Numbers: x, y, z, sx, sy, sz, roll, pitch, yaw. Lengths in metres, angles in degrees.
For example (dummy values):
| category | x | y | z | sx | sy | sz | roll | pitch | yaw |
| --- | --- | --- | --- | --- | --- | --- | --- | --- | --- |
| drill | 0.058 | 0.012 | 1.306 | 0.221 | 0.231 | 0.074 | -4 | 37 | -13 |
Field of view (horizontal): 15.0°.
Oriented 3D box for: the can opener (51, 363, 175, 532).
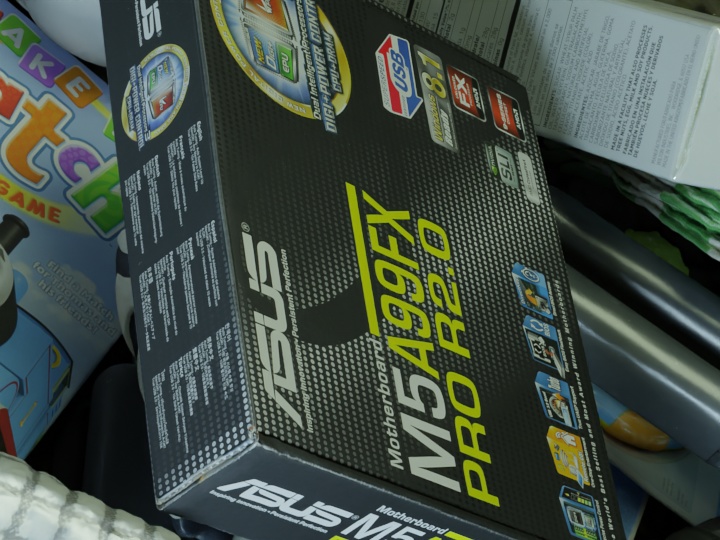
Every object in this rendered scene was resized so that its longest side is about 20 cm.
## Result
| category | x | y | z | sx | sy | sz | roll | pitch | yaw |
| --- | --- | --- | --- | --- | --- | --- | --- | --- | --- |
| can opener | -0.097 | 0.115 | 0.844 | 0.067 | 0.053 | 0.200 | 21 | 50 | -24 |

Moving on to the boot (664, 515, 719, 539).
| category | x | y | z | sx | sy | sz | roll | pitch | yaw |
| --- | --- | --- | --- | --- | --- | --- | --- | --- | --- |
| boot | 0.125 | 0.179 | 0.940 | 0.150 | 0.073 | 0.200 | -4 | 69 | -36 |

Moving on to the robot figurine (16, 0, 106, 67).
| category | x | y | z | sx | sy | sz | roll | pitch | yaw |
| --- | --- | --- | --- | --- | --- | --- | --- | --- | --- |
| robot figurine | -0.092 | -0.149 | 0.966 | 0.170 | 0.113 | 0.200 | -14 | 52 | -38 |

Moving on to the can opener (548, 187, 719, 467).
| category | x | y | z | sx | sy | sz | roll | pitch | yaw |
| --- | --- | --- | --- | --- | --- | --- | --- | --- | --- |
| can opener | 0.137 | 0.035 | 0.961 | 0.200 | 0.067 | 0.053 | 35 | 55 | -1 |

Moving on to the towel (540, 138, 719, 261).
| category | x | y | z | sx | sy | sz | roll | pitch | yaw |
| --- | --- | --- | --- | --- | --- | --- | --- | --- | --- |
| towel | 0.162 | -0.003 | 1.041 | 0.152 | 0.200 | 0.023 | 26 | 94 | -20 |

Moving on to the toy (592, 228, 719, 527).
| category | x | y | z | sx | sy | sz | roll | pitch | yaw |
| --- | --- | --- | --- | --- | --- | --- | --- | --- | --- |
| toy | 0.093 | 0.012 | 1.040 | 0.200 | 0.047 | 0.115 | 34 | 39 | -12 |

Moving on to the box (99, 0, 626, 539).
| category | x | y | z | sx | sy | sz | roll | pitch | yaw |
| --- | --- | --- | --- | --- | --- | --- | --- | --- | --- |
| box | 0.000 | 0.000 | 0.838 | 0.160 | 0.044 | 0.200 | 25 | 43 | -39 |

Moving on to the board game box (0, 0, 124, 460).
| category | x | y | z | sx | sy | sz | roll | pitch | yaw |
| --- | --- | --- | --- | --- | --- | --- | --- | --- | --- |
| board game box | -0.150 | -0.010 | 0.903 | 0.151 | 0.037 | 0.200 | 40 | 45 | -6 |

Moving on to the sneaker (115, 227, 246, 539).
| category | x | y | z | sx | sy | sz | roll | pitch | yaw |
| --- | --- | --- | --- | --- | --- | --- | --- | --- | --- |
| sneaker | 0.000 | 0.069 | 0.894 | 0.199 | 0.079 | 0.130 | 35 | 45 | -46 |

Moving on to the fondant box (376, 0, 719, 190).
| category | x | y | z | sx | sy | sz | roll | pitch | yaw |
| --- | --- | --- | --- | --- | --- | --- | --- | --- | --- |
| fondant box | 0.110 | -0.072 | 1.021 | 0.144 | 0.200 | 0.058 | 8 | 101 | -37 |

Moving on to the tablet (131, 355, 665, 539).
| category | x | y | z | sx | sy | sz | roll | pitch | yaw |
| --- | --- | --- | --- | --- | --- | --- | --- | --- | --- |
| tablet | 0.019 | 0.050 | 0.999 | 0.200 | 0.014 | 0.130 | 37 | 46 | -10 |

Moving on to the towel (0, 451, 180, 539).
| category | x | y | z | sx | sy | sz | roll | pitch | yaw |
| --- | --- | --- | --- | --- | --- | --- | --- | --- | --- |
| towel | -0.162 | 0.130 | 0.730 | 0.165 | 0.086 | 0.200 | 24 | 73 | -13 |
